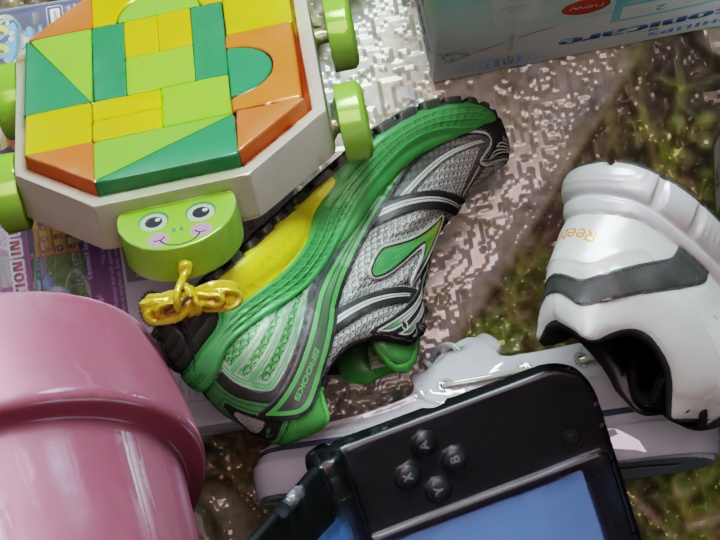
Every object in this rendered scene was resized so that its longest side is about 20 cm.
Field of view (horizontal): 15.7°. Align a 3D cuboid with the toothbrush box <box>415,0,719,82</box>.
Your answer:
[{"bbox_3d":[0.092,-0.156,1.072,0.146,0.200,0.086,-11,79,-3],"label":"toothbrush box"}]

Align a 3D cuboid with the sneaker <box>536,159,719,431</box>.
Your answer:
[{"bbox_3d":[0.146,0.039,1.058,0.200,0.074,0.080,33,66,-23],"label":"sneaker"}]

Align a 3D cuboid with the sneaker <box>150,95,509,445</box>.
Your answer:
[{"bbox_3d":[0.000,0.000,1.086,0.085,0.078,0.200,48,56,-3],"label":"sneaker"}]

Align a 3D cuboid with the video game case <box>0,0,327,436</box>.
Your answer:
[{"bbox_3d":[-0.118,-0.021,1.136,0.181,0.023,0.201,-9,79,-1],"label":"video game case"}]

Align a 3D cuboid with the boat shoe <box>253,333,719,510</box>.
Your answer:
[{"bbox_3d":[0.050,0.061,1.097,0.199,0.074,0.067,-5,74,-13],"label":"boat shoe"}]

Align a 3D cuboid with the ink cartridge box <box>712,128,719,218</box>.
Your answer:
[{"bbox_3d":[0.226,-0.046,1.046,0.147,0.200,0.076,-1,78,1],"label":"ink cartridge box"}]

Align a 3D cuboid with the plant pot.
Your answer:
[{"bbox_3d":[-0.134,0.137,0.965,0.199,0.200,0.179,-25,60,-5],"label":"plant pot"}]

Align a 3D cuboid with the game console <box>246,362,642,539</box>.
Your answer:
[{"bbox_3d":[0.045,0.164,1.009,0.175,0.116,0.201,-20,106,-5],"label":"game console"}]

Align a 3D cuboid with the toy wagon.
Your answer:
[{"bbox_3d":[-0.073,-0.055,1.054,0.154,0.040,0.200,-12,37,2],"label":"toy wagon"}]
